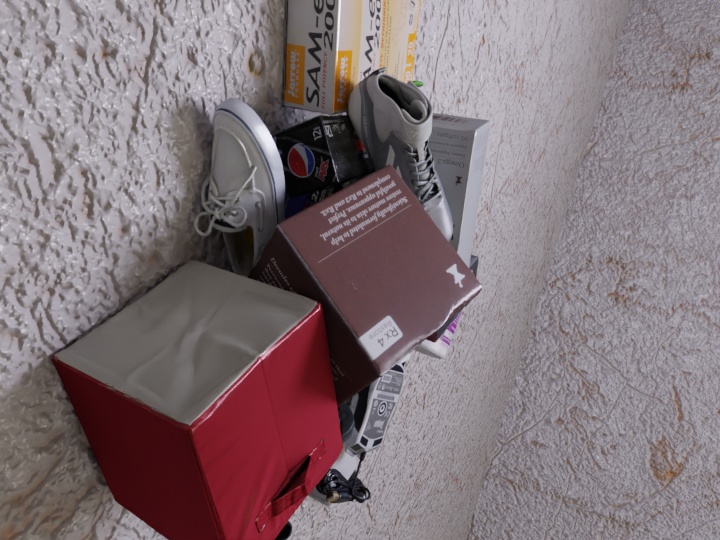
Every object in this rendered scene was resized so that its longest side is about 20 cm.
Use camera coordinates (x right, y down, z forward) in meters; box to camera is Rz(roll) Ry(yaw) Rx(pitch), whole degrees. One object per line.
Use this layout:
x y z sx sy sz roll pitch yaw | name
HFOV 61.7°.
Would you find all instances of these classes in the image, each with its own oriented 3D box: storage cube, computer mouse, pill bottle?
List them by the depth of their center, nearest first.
-0.134 0.125 0.554 0.171 0.196 0.184 -42 136 -43 | storage cube
0.004 0.209 0.805 0.109 0.043 0.205 26 83 -51 | computer mouse
0.147 0.058 1.174 0.204 0.110 0.112 -67 154 -10 | pill bottle

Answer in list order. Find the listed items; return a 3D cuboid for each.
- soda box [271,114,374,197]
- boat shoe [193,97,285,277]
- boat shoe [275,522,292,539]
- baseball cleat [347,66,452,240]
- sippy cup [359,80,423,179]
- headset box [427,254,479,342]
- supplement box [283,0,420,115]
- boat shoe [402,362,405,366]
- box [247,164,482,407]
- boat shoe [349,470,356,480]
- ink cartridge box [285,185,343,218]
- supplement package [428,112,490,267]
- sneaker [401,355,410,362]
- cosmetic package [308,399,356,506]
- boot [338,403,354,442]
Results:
-0.025 -0.138 0.697 0.200 0.062 0.073 -37 113 -65 | soda box
-0.127 -0.064 0.602 0.086 0.073 0.205 -49 155 -34 | boat shoe
-0.155 0.358 0.800 0.199 0.065 0.076 35 75 -63 | boat shoe
0.053 -0.114 0.641 0.069 0.106 0.202 -38 102 -22 | baseball cleat
0.074 -0.170 0.880 0.179 0.139 0.130 -56 173 26 | sippy cup
0.077 0.017 0.905 0.148 0.196 0.079 -37 138 -49 | headset box
-0.004 -0.263 0.711 0.199 0.072 0.129 -33 134 -53 | supplement box
0.027 0.237 1.103 0.073 0.062 0.206 28 82 -67 | boat shoe
-0.014 0.033 0.647 0.164 0.166 0.200 -32 171 -36 | box
-0.039 0.311 1.007 0.072 0.064 0.204 -49 146 -39 | boat shoe
-0.058 -0.074 0.768 0.199 0.036 0.097 33 75 -62 | ink cartridge box
0.087 -0.089 0.763 0.117 0.114 0.205 -44 141 -63 | supplement package
0.010 0.114 0.997 0.198 0.072 0.119 -19 106 -52 | sneaker
-0.073 0.215 0.829 0.081 0.111 0.204 -44 140 -44 | cosmetic package
-0.100 0.239 0.720 0.193 0.074 0.166 -12 129 -12 | boot
